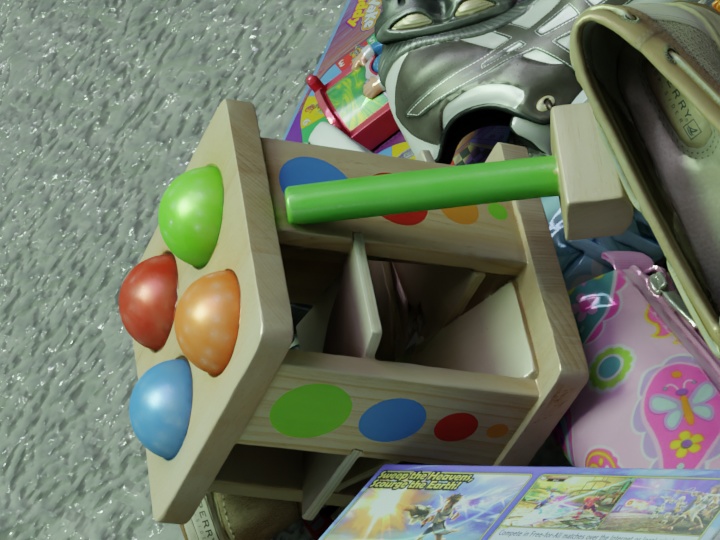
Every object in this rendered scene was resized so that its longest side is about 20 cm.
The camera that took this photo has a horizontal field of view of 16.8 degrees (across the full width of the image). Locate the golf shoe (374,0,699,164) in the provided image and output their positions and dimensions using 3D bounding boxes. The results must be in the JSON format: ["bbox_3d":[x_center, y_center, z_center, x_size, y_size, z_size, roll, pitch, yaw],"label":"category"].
[{"bbox_3d":[0.107,-0.103,1.168,0.198,0.078,0.095,-14,76,18],"label":"golf shoe"}]

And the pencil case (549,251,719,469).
[{"bbox_3d":[0.134,0.074,0.953,0.087,0.087,0.200,-39,38,4],"label":"pencil case"}]

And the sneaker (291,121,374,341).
[{"bbox_3d":[-0.023,-0.009,1.128,0.100,0.071,0.200,-55,9,-7],"label":"sneaker"}]

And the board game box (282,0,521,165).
[{"bbox_3d":[0.022,-0.114,1.264,0.157,0.039,0.201,-1,54,41],"label":"board game box"}]

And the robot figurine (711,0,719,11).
[{"bbox_3d":[0.253,-0.135,1.005,0.200,0.145,0.058,-36,22,25],"label":"robot figurine"}]

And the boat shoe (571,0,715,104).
[{"bbox_3d":[0.179,-0.106,1.102,0.199,0.070,0.066,-32,24,17],"label":"boat shoe"}]

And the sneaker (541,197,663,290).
[{"bbox_3d":[0.107,-0.010,1.071,0.199,0.074,0.082,-30,40,36],"label":"sneaker"}]

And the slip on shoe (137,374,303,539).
[{"bbox_3d":[-0.061,0.077,1.111,0.060,0.077,0.200,-20,12,-4],"label":"slip on shoe"}]

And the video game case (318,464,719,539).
[{"bbox_3d":[0.030,0.143,0.848,0.199,0.046,0.181,-4,35,50],"label":"video game case"}]

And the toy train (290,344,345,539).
[{"bbox_3d":[-0.008,0.102,1.093,0.046,0.034,0.200,-41,37,8],"label":"toy train"}]

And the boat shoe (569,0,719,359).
[{"bbox_3d":[0.139,-0.010,0.875,0.073,0.063,0.202,-36,71,35],"label":"boat shoe"}]

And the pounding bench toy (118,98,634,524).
[{"bbox_3d":[0.000,0.000,0.967,0.200,0.155,0.125,121,148,-42],"label":"pounding bench toy"}]
